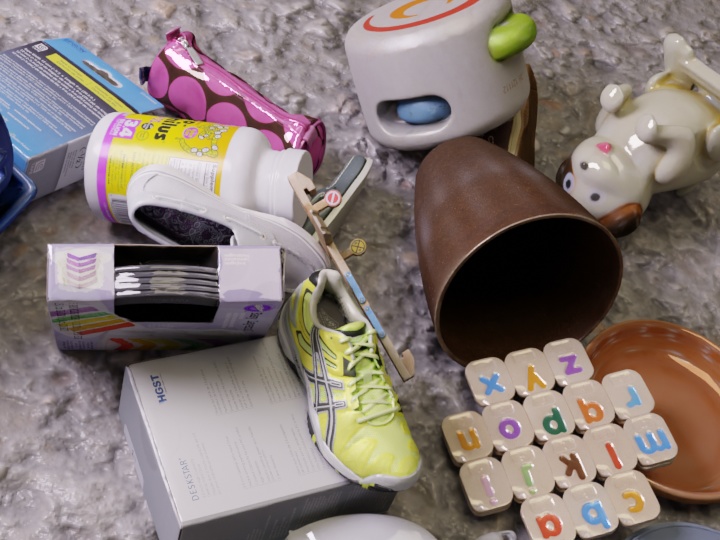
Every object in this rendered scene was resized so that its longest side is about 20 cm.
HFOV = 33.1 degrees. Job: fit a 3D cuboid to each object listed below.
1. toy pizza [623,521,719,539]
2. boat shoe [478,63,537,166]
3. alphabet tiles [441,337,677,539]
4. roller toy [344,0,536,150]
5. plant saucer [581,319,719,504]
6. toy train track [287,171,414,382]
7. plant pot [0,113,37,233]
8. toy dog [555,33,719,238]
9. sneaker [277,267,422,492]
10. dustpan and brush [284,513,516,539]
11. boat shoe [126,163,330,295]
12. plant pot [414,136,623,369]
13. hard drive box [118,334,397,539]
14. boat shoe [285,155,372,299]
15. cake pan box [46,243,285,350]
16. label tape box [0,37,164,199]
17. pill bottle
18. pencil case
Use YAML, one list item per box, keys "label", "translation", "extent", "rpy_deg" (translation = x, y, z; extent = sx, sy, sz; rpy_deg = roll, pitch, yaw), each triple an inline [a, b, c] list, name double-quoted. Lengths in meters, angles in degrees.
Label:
- label: "toy pizza"
  translation: [0.290, 0.308, 1.023]
  extent: [0.198, 0.032, 0.201]
  rpy_deg: [10, 49, -11]
- label: "boat shoe"
  translation: [0.153, -0.146, 1.343]
  extent: [0.071, 0.072, 0.201]
  rpy_deg: [-4, 54, 19]
- label: "alphabet tiles"
  translation: [0.178, 0.152, 1.090]
  extent: [0.198, 0.015, 0.197]
  rpy_deg: [-13, 53, -12]
- label: "roller toy"
  translation: [0.083, -0.213, 1.287]
  extent: [0.181, 0.141, 0.200]
  rpy_deg: [-22, 24, -10]
- label: "plant saucer"
  translation: [0.296, 0.137, 1.163]
  extent: [0.198, 0.038, 0.201]
  rpy_deg: [9, 50, -11]
- label: "toy train track"
  translation: [0.000, 0.000, 1.032]
  extent: [0.032, 0.115, 0.201]
  rpy_deg: [-29, 81, -3]
- label: "plant pot"
  translation: [-0.403, -0.082, 1.006]
  extent: [0.200, 0.180, 0.200]
  rpy_deg: [38, 78, 16]
- label: "toy dog"
  translation: [0.303, -0.129, 1.315]
  extent: [0.199, 0.194, 0.140]
  rpy_deg: [-35, 63, -12]
- label: "sneaker"
  translation: [-0.010, 0.087, 0.980]
  extent: [0.075, 0.077, 0.201]
  rpy_deg: [-15, 58, -29]
- label: "dustpan and brush"
  translation: [0.050, 0.246, 0.993]
  extent: [0.199, 0.057, 0.140]
  rpy_deg: [-19, 60, -22]
- label: "boat shoe"
  translation: [-0.113, -0.024, 1.060]
  extent: [0.199, 0.072, 0.069]
  rpy_deg: [34, 27, -22]
- label: "plant pot"
  translation: [0.127, -0.038, 1.177]
  extent: [0.185, 0.188, 0.201]
  rpy_deg: [-3, 40, -19]
- label: "hard drive box"
  translation: [-0.084, 0.141, 1.014]
  extent: [0.198, 0.077, 0.157]
  rpy_deg: [-9, 54, -24]
- label: "boat shoe"
  translation: [-0.051, -0.055, 1.191]
  extent: [0.061, 0.073, 0.200]
  rpy_deg: [31, 54, 5]
- label: "cake pan box"
  translation: [-0.162, 0.024, 0.999]
  extent: [0.182, 0.200, 0.053]
  rpy_deg: [-1, 75, -13]
- label: "label tape box"
  translation: [-0.312, -0.152, 1.189]
  extent: [0.143, 0.066, 0.200]
  rpy_deg: [36, 33, 14]
- label: "pill bottle"
  translation: [-0.148, -0.087, 1.133]
  extent: [0.198, 0.105, 0.105]
  rpy_deg: [8, 47, 10]
- label: "pencil case"
  translation: [-0.126, -0.165, 1.244]
  extent: [0.199, 0.094, 0.091]
  rpy_deg: [33, 47, 10]
